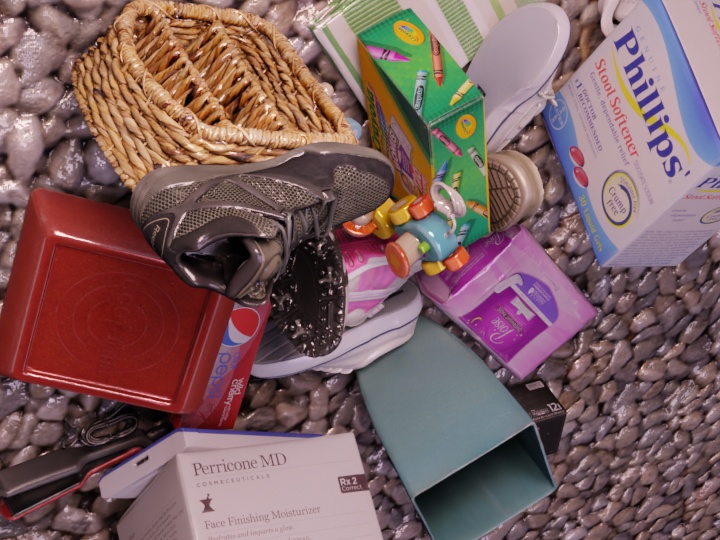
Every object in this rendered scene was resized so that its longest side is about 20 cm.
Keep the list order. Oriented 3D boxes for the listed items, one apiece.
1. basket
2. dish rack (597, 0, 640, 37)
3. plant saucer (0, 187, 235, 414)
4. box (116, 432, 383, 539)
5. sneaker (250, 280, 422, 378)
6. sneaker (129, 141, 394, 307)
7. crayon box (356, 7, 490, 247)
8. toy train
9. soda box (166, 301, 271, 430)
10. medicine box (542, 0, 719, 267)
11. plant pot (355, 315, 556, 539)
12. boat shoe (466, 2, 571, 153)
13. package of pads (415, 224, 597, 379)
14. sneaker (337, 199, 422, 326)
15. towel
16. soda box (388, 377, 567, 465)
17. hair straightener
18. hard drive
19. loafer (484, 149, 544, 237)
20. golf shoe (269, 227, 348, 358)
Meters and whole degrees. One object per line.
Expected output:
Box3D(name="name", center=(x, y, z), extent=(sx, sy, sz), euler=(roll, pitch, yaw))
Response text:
Box3D(name="basket", center=(-0.123, -0.135, 1.133), extent=(0.149, 0.201, 0.143), euler=(-41, 136, 10))
Box3D(name="dish rack", center=(0.318, -0.294, 1.391), extent=(0.198, 0.044, 0.173), euler=(2, 124, -34))
Box3D(name="plant saucer", center=(-0.214, 0.041, 1.296), extent=(0.198, 0.037, 0.201), euler=(13, 121, -15))
Box3D(name="box", center=(-0.112, 0.264, 1.450), extent=(0.197, 0.132, 0.200), euler=(-4, 154, -29))
Box3D(name="sneaker", center=(-0.025, 0.075, 1.470), extent=(0.198, 0.073, 0.071), euler=(-18, 131, -19))
Box3D(name="sneaker", center=(-0.053, -0.030, 1.040), extent=(0.197, 0.115, 0.077), euler=(-9, 134, -27))
Box3D(name="crayon box", center=(0.058, -0.116, 1.288), extent=(0.058, 0.119, 0.201), euler=(-28, 148, -11))
Box3D(name="toy train", center=(0.009, -0.067, 1.277), extent=(0.056, 0.200, 0.151), euler=(-39, 146, -17))
Box3D(name="soda box", center=(-0.135, 0.057, 1.386), extent=(0.063, 0.070, 0.202), euler=(-2, 127, -31))
Box3D(name="medicine box", center=(0.283, -0.129, 1.365), extent=(0.102, 0.184, 0.200), euler=(-2, 152, -29))
Box3D(name="plant pot", center=(0.084, 0.156, 1.512), extent=(0.140, 0.201, 0.142), euler=(-30, 141, -4))
Box3D(name="boat shoe", center=(0.148, -0.167, 1.358), extent=(0.085, 0.075, 0.203), euler=(-8, 145, -40))
Box3D(name="package of pads", center=(0.154, 0.024, 1.538), extent=(0.120, 0.076, 0.200), euler=(-43, 137, 5))
Box3D(name="sneaker", center=(0.000, 0.000, 1.424), extent=(0.198, 0.082, 0.089), euler=(-19, 136, -6))
Box3D(name="towel", center=(0.062, -0.231, 1.299), extent=(0.199, 0.023, 0.153), euler=(-38, 138, 0))
Box3D(name="soda box", center=(0.134, 0.189, 1.677), extent=(0.198, 0.063, 0.071), euler=(-12, 133, -23))
Box3D(name="hair straightener", center=(-0.263, 0.174, 1.428), extent=(0.198, 0.041, 0.078), euler=(-20, 135, -17))
Box3D(name="hard drive", center=(-0.145, 0.196, 1.477), extent=(0.131, 0.026, 0.199), euler=(-33, 153, 33))
Box3D(name="loafer", center=(0.131, -0.075, 1.377), extent=(0.068, 0.076, 0.200), euler=(-25, 180, -15))
Box3D(name="golf shoe", center=(-0.042, -0.014, 1.298), extent=(0.077, 0.202, 0.094), euler=(-22, 157, 18))
